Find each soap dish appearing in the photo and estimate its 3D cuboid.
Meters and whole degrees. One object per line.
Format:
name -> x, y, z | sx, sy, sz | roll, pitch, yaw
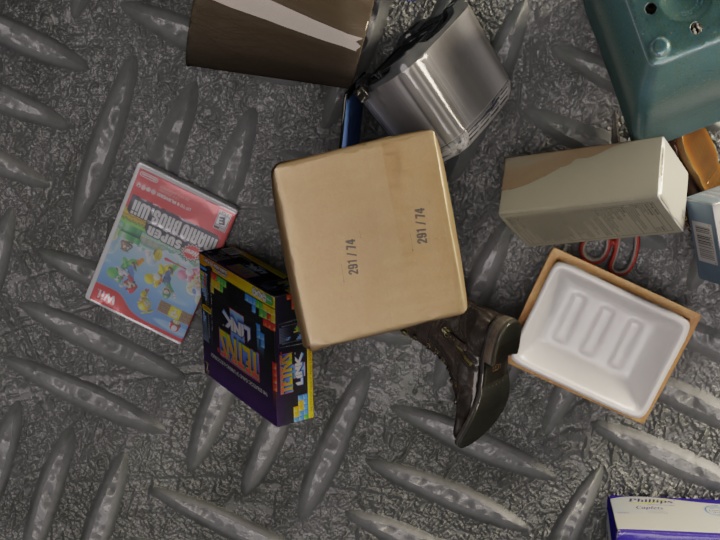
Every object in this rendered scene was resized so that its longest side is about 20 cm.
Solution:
soap dish -> 0.292, 0.076, 1.624 | 0.198, 0.081, 0.159 | 24, 108, 0

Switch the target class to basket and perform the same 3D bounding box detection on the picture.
basket -> -0.090, -0.295, 1.541 | 0.197, 0.137, 0.182 | 15, 132, -2

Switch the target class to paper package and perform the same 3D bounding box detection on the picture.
paper package -> 0.009, -0.034, 1.416 | 0.187, 0.103, 0.203 | -13, 95, -4

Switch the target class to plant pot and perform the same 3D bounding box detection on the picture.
plant pot -> 0.351, -0.270, 1.423 | 0.194, 0.200, 0.199 | -20, 79, 12

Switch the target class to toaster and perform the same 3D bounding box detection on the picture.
toaster -> 0.086, -0.209, 1.516 | 0.113, 0.200, 0.130 | -24, 110, 46

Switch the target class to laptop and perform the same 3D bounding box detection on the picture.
laptop -> 0.033, -0.116, 1.552 | 0.200, 0.177, 0.103 | 43, 108, -5

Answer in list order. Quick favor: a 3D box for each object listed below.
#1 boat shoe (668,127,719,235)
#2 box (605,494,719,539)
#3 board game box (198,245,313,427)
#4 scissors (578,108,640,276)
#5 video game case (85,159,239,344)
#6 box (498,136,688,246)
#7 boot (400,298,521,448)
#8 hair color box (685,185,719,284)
boat shoe -> 0.404, -0.088, 1.573 | 0.070, 0.070, 0.202 | -9, 112, 51
box -> 0.406, 0.403, 1.692 | 0.181, 0.105, 0.203 | 1, 106, 6
board game box -> -0.131, 0.077, 1.623 | 0.056, 0.199, 0.168 | -11, 111, -31
scissors -> 0.318, -0.093, 1.609 | 0.072, 0.014, 0.203 | 12, 106, 6
video game case -> -0.256, -0.022, 1.701 | 0.141, 0.017, 0.202 | 25, 108, -1
box -> 0.269, -0.088, 1.528 | 0.197, 0.095, 0.079 | -5, 63, 31
boot -> 0.107, 0.098, 1.641 | 0.173, 0.069, 0.203 | 30, 115, 34
hair color box -> 0.481, -0.063, 1.528 | 0.197, 0.061, 0.101 | -18, 105, -15
